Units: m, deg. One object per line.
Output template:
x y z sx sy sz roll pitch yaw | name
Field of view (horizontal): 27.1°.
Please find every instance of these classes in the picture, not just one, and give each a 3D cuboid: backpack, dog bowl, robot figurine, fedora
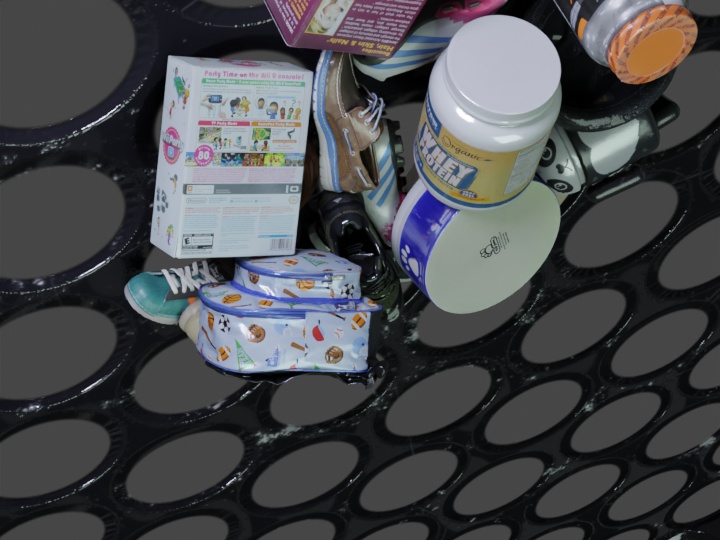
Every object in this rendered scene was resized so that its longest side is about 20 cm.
-0.086 0.053 1.646 0.188 0.156 0.200 -8 -172 -22 | backpack
0.140 -0.049 1.796 0.198 0.079 0.202 -21 136 -21 | dog bowl
0.291 -0.177 1.840 0.199 0.151 0.125 -28 162 2 | robot figurine
0.266 -0.254 1.722 0.199 0.202 0.092 -23 -177 -6 | fedora

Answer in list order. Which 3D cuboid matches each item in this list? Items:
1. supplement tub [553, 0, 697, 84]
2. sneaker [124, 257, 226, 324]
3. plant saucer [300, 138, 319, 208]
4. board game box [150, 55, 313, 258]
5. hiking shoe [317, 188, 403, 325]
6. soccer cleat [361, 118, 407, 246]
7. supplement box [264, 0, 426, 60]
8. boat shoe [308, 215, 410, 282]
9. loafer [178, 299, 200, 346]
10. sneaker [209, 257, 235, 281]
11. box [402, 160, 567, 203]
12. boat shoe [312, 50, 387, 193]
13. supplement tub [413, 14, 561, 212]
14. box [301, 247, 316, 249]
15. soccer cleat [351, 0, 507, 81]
0.265 -0.301 1.571 0.121 0.201 0.123 -19 148 -13 | supplement tub
-0.197 0.015 1.821 0.199 0.072 0.080 1 139 -50 | sneaker
-0.139 -0.091 1.740 0.198 0.033 0.201 -19 147 -13 | plant saucer
-0.135 -0.119 1.576 0.146 0.064 0.202 -2 107 -34 | board game box
0.000 0.000 1.742 0.075 0.101 0.201 -20 124 8 | hiking shoe
0.012 -0.104 1.787 0.085 0.070 0.201 -6 138 2 | soccer cleat
0.006 -0.316 1.449 0.130 0.104 0.201 1 138 -37 | supplement box
0.026 -0.036 1.899 0.199 0.076 0.060 9 140 -45 | boat shoe
-0.132 0.084 1.830 0.199 0.069 0.076 6 135 -40 | loafer
-0.176 -0.035 1.708 0.114 0.076 0.201 -12 136 -13 | sneaker
0.158 -0.104 1.895 0.198 0.078 0.095 -1 140 -36 | box
-0.008 -0.168 1.633 0.072 0.073 0.201 9 140 12 | boat shoe
0.138 -0.169 1.625 0.143 0.146 0.201 -18 156 -14 | supplement tub
-0.084 0.045 1.940 0.136 0.040 0.200 -9 147 -53 | box
0.082 -0.272 1.615 0.198 0.070 0.086 -27 159 9 | soccer cleat
